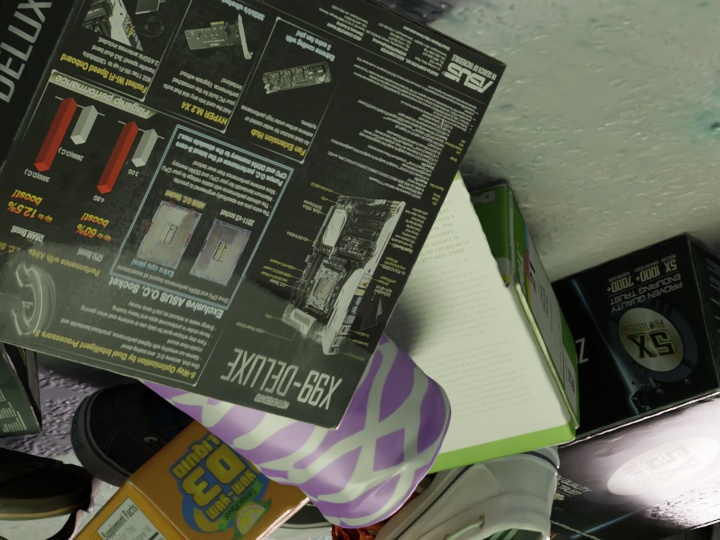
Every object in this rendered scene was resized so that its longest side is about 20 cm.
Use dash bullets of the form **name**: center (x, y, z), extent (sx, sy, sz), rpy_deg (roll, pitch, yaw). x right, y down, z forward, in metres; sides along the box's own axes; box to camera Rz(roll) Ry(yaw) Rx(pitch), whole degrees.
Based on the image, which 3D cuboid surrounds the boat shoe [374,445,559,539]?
- **boat shoe**: center (0.047, 0.152, 1.112), extent (0.073, 0.067, 0.200), rpy_deg (7, 142, -9)

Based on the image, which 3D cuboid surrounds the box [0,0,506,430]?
- **box**: center (-0.054, -0.038, 0.783), extent (0.200, 0.158, 0.050), rpy_deg (18, -171, -46)

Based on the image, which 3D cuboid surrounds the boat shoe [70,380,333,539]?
- **boat shoe**: center (-0.058, 0.095, 1.185), extent (0.200, 0.070, 0.066), rpy_deg (21, 145, -35)

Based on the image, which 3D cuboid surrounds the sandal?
- **sandal**: center (-0.182, 0.123, 1.144), extent (0.082, 0.055, 0.200), rpy_deg (16, 176, 1)

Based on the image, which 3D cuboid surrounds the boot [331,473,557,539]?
- **boot**: center (0.013, 0.131, 1.183), extent (0.107, 0.075, 0.200), rpy_deg (-41, 134, 13)

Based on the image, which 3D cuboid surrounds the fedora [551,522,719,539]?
- **fedora**: center (0.129, 0.181, 1.356), extent (0.090, 0.177, 0.200), rpy_deg (37, 154, -17)

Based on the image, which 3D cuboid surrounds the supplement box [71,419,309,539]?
- **supplement box**: center (-0.091, 0.127, 1.062), extent (0.067, 0.069, 0.200), rpy_deg (-41, 180, -28)

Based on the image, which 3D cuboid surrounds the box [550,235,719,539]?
- **box**: center (0.154, 0.074, 1.172), extent (0.164, 0.086, 0.200), rpy_deg (-22, 152, 27)

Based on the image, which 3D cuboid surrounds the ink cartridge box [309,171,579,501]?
- **ink cartridge box**: center (0.000, 0.000, 0.987), extent (0.148, 0.076, 0.200), rpy_deg (-14, 127, 15)

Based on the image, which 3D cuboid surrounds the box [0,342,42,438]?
- **box**: center (-0.237, 0.031, 0.996), extent (0.157, 0.051, 0.200), rpy_deg (-8, 157, -2)

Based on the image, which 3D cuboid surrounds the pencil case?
- **pencil case**: center (-0.053, 0.028, 0.913), extent (0.200, 0.084, 0.085), rpy_deg (41, 156, -25)
